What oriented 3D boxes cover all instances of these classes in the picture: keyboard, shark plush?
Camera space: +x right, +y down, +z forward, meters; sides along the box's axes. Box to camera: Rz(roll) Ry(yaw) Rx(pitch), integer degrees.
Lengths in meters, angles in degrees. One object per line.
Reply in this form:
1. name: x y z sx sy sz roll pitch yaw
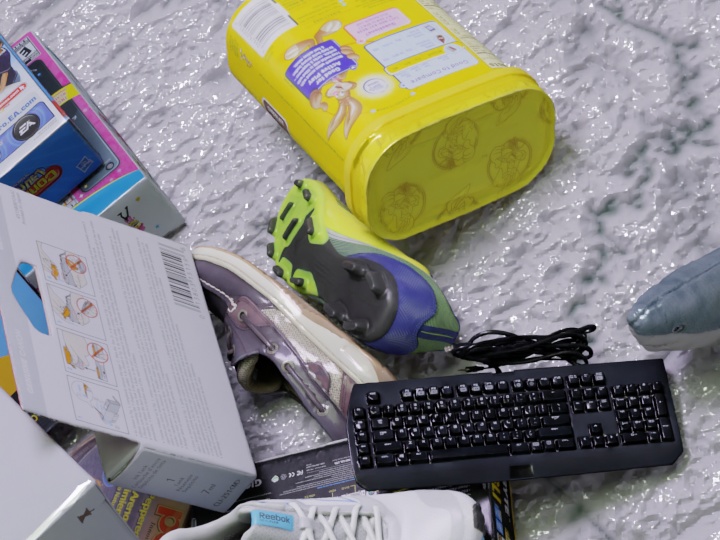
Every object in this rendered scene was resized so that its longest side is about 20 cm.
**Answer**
1. keyboard: 0.089 0.074 1.339 0.199 0.040 0.104 -4 52 -7
2. shark plush: 0.252 -0.006 1.334 0.199 0.083 0.091 -28 51 7

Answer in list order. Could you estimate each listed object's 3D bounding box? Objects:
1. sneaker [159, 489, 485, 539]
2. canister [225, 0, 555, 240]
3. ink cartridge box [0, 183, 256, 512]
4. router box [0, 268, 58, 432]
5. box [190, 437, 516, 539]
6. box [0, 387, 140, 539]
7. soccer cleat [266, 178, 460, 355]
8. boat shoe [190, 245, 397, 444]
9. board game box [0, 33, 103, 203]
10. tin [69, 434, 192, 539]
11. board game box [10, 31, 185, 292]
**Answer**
1. sneaker: -0.027 0.162 1.297 0.199 0.087 0.075 -16 52 13
2. canister: 0.016 -0.123 1.503 0.148 0.087 0.200 -23 45 -21
3. ink cartridge box: -0.162 0.045 1.384 0.044 0.173 0.201 -47 42 29
4. router box: -0.292 0.078 1.499 0.200 0.149 0.051 -41 15 -3
5. box: -0.005 0.182 1.357 0.199 0.049 0.160 -16 56 15
6. box: -0.224 0.148 1.367 0.106 0.152 0.200 -43 51 -12
7. soccer cleat: 0.000 0.001 1.470 0.065 0.083 0.200 -63 32 14
8. boat shoe: -0.056 0.050 1.453 0.200 0.072 0.065 34 75 33
9. board game box: -0.311 -0.081 1.590 0.200 0.056 0.196 -40 51 -1
10. tin: -0.163 0.194 1.432 0.112 0.042 0.201 4 61 32
11. board game box: -0.239 -0.062 1.618 0.147 0.064 0.200 -40 51 -2
